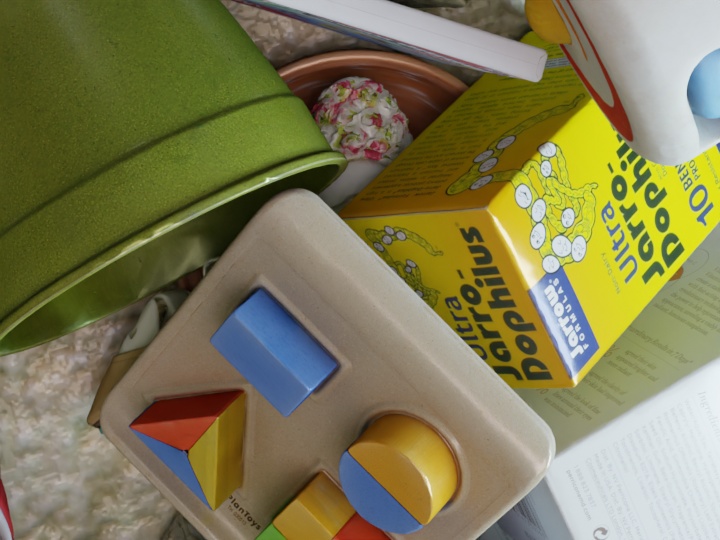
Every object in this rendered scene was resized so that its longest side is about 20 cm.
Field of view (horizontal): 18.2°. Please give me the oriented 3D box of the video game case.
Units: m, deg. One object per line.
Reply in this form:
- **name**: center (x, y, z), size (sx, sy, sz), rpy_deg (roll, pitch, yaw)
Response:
- **video game case**: center (-0.002, -0.126, 1.118), size (0.142, 0.200, 0.018), rpy_deg (15, 95, -15)

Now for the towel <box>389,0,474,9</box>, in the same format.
- **towel**: center (-0.025, -0.161, 1.104), size (0.148, 0.200, 0.037), rpy_deg (17, 95, -14)

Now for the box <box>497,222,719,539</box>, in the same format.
- **box**: center (0.170, 0.076, 1.227), size (0.200, 0.152, 0.107), rpy_deg (-29, 111, -10)

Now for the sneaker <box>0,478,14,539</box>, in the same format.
- **sneaker**: center (-0.224, 0.175, 1.224), size (0.071, 0.113, 0.201), rpy_deg (-2, 108, -9)

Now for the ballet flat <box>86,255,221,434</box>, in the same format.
- **ballet flat**: center (-0.076, 0.028, 1.186), size (0.200, 0.069, 0.063), rpy_deg (-25, 86, 34)

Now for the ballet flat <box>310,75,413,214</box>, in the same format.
- **ballet flat**: center (0.000, 0.000, 1.195), size (0.075, 0.064, 0.201), rpy_deg (-1, 108, -9)

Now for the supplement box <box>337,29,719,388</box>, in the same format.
- **supplement box**: center (0.102, -0.040, 1.162), size (0.200, 0.109, 0.109), rpy_deg (-45, 117, -35)

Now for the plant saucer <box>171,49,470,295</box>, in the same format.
- **plant saucer**: center (-0.006, -0.026, 1.238), size (0.199, 0.037, 0.201), rpy_deg (-3, 109, -10)

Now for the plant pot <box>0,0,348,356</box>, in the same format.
- **plant pot**: center (-0.138, -0.090, 1.109), size (0.200, 0.200, 0.193), rpy_deg (-28, 86, 0)

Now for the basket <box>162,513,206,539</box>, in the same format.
- **basket**: center (-0.047, 0.263, 1.241), size (0.198, 0.200, 0.161), rpy_deg (25, 100, -17)

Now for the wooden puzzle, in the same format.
- **wooden puzzle**: center (-0.028, 0.085, 1.108), size (0.185, 0.046, 0.200), rpy_deg (45, 128, 3)

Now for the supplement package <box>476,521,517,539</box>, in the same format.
- **supplement package**: center (0.142, 0.233, 1.263), size (0.110, 0.200, 0.156), rpy_deg (-12, 110, -6)

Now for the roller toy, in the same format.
- **roller toy**: center (0.136, -0.150, 1.020), size (0.139, 0.183, 0.200), rpy_deg (-30, 110, 1)
